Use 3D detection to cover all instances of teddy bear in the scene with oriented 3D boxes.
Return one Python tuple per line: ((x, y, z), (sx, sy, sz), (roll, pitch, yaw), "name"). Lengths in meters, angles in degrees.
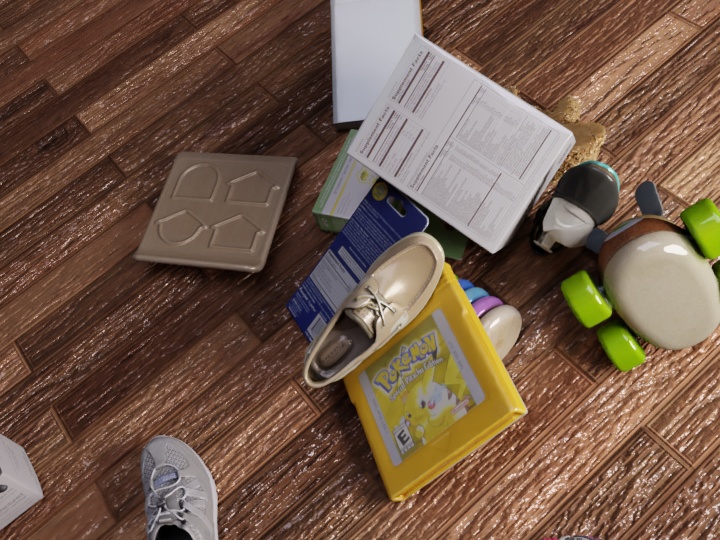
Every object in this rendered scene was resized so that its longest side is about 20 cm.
((0.223, -0.175, 0.972), (0.198, 0.067, 0.145), (19, 55, 29), "teddy bear")

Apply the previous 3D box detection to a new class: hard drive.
((0.023, -0.309, 1.073), (0.130, 0.026, 0.203), (-4, 78, 10), "hard drive")

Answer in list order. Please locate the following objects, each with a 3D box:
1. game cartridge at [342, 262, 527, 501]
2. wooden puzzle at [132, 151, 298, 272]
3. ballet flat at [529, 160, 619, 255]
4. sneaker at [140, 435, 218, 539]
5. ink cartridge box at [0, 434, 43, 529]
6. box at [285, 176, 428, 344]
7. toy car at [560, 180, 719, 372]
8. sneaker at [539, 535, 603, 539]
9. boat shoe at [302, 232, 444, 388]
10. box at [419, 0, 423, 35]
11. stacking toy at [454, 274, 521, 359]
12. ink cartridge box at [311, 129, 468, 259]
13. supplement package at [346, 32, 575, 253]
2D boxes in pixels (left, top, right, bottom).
((0.061, 0.111, 0.794), (0.176, 0.032, 0.201), (-42, 53, 23), "game cartridge")
((-0.190, -0.078, 1.012), (0.183, 0.047, 0.202), (5, 56, 15), "wooden puzzle")
((0.229, -0.054, 0.818), (0.068, 0.200, 0.069), (32, 81, 8), "ballet flat")
((-0.189, 0.256, 0.779), (0.074, 0.082, 0.201), (-27, 57, -5), "sneaker")
((-0.463, 0.227, 0.789), (0.146, 0.201, 0.086), (-38, 58, -11), "ink cartridge box")
((0.000, 0.000, 0.858), (0.201, 0.032, 0.121), (-54, 41, 12), "box")
((0.303, -0.024, 0.813), (0.163, 0.158, 0.201), (-33, 31, 20), "toy car")
((0.205, 0.332, 0.646), (0.074, 0.081, 0.202), (-7, 57, 6), "sneaker")
((0.012, 0.046, 0.775), (0.072, 0.065, 0.200), (44, 102, 0), "boat shoe")
((0.034, -0.378, 1.119), (0.117, 0.041, 0.203), (-4, 79, 10), "box")
((0.088, 0.026, 0.864), (0.085, 0.086, 0.200), (-40, 55, -13), "stacking toy")
((0.055, -0.102, 0.968), (0.198, 0.048, 0.147), (12, 62, 22), "ink cartridge box")
((0.120, -0.142, 0.854), (0.199, 0.152, 0.152), (35, 105, 11), "supplement package")
